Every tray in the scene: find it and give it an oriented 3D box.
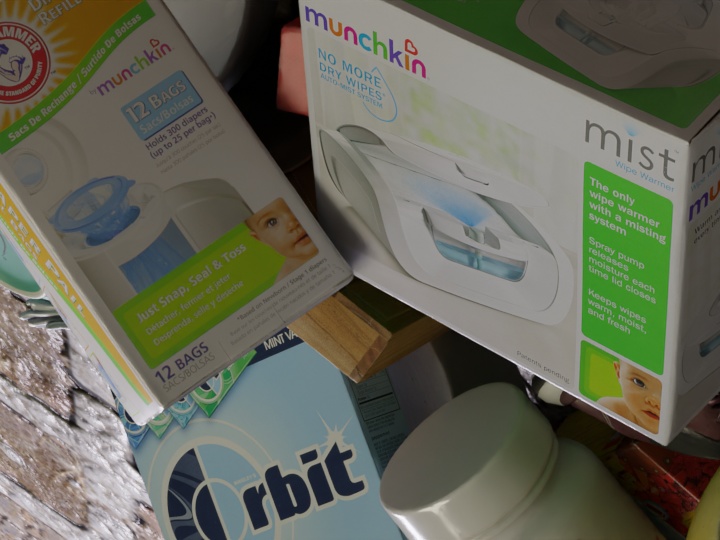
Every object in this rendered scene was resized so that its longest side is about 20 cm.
[{"bbox_3d":[0.000,0.000,1.201,0.099,0.037,0.200,39,-164,9],"label":"tray"}]

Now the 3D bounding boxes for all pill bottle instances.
[{"bbox_3d":[0.106,0.162,1.195,0.200,0.113,0.113,49,153,-20],"label":"pill bottle"}]

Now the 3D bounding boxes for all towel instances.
[{"bbox_3d":[-0.125,0.023,1.404,0.146,0.024,0.200,0,180,1],"label":"towel"}]

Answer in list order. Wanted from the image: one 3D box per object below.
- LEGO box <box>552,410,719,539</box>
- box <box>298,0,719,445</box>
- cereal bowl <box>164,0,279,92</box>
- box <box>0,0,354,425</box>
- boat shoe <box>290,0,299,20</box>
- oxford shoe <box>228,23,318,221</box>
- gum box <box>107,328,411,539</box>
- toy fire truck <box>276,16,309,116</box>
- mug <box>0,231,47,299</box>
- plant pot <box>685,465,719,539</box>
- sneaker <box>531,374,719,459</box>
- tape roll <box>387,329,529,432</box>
[{"bbox_3d":[0.185,0.140,1.278,0.149,0.077,0.200,41,155,-3],"label":"LEGO box"},{"bbox_3d":[0.081,-0.054,0.964,0.200,0.097,0.177,29,144,28],"label":"box"},{"bbox_3d":[-0.122,-0.170,1.132,0.199,0.083,0.201,10,114,22],"label":"cereal bowl"},{"bbox_3d":[-0.111,-0.042,1.040,0.200,0.112,0.101,56,165,0],"label":"box"},{"bbox_3d":[0.018,-0.088,1.141,0.200,0.066,0.074,65,-178,-55],"label":"boat shoe"},{"bbox_3d":[-0.048,-0.072,1.168,0.071,0.071,0.200,59,-177,-28],"label":"oxford shoe"},{"bbox_3d":[-0.044,0.124,1.276,0.170,0.044,0.201,-24,84,37],"label":"gum box"},{"bbox_3d":[-0.049,-0.182,1.010,0.141,0.049,0.201,19,119,20],"label":"toy fire truck"},{"bbox_3d":[-0.167,-0.044,1.256,0.152,0.115,0.185,14,146,42],"label":"mug"},{"bbox_3d":[0.238,0.156,1.104,0.200,0.200,0.142,41,160,-4],"label":"plant pot"},{"bbox_3d":[0.179,0.028,1.102,0.115,0.076,0.200,32,143,-9],"label":"sneaker"},{"bbox_3d":[0.011,0.112,1.334,0.066,0.201,0.200,6,-178,-42],"label":"tape roll"}]
